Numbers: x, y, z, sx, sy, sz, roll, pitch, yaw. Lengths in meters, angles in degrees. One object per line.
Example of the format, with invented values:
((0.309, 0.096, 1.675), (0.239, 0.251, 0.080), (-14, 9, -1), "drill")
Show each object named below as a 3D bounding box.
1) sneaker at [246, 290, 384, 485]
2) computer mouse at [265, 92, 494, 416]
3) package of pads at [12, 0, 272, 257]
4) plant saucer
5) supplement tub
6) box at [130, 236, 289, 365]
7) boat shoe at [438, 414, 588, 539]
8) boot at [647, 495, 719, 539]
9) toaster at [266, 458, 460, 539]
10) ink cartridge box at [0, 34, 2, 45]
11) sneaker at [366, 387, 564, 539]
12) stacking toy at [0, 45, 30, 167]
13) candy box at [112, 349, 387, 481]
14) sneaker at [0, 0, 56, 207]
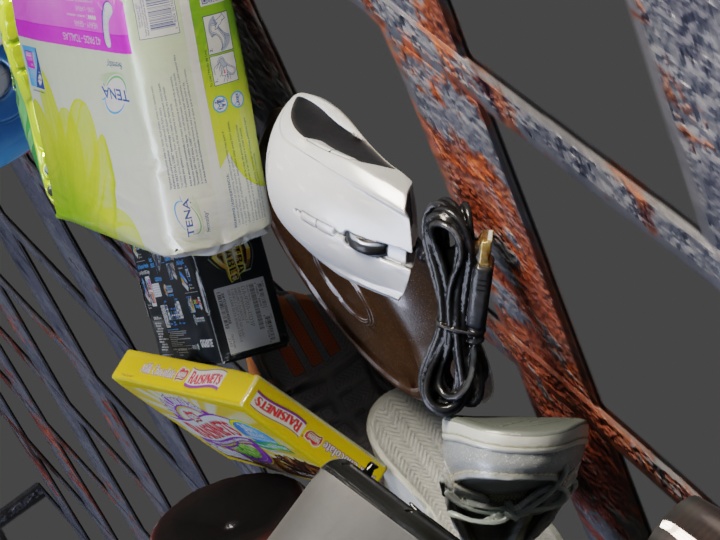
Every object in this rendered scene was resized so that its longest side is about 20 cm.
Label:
((-0.008, 0.100, 1.846), (0.200, 0.077, 0.112), (65, 171, -4), "sneaker")
((0.000, -0.020, 1.464), (0.200, 0.044, 0.110), (42, 141, 45), "computer mouse")
((-0.123, -0.091, 1.595), (0.200, 0.068, 0.155), (16, 119, 64), "package of pads")
((0.000, 0.000, 1.611), (0.200, 0.032, 0.200), (50, 166, 17), "plant saucer")
((-0.052, 0.231, 1.785), (0.107, 0.107, 0.200), (31, 144, 60), "supplement tub")
((-0.104, -0.023, 1.777), (0.200, 0.046, 0.159), (170, 85, -76), "box")
((0.075, 0.110, 1.485), (0.202, 0.074, 0.065), (109, 162, -79), "boat shoe")
((0.222, 0.206, 1.337), (0.200, 0.068, 0.188), (38, 155, 27), "boot")
((0.049, 0.207, 1.454), (0.181, 0.119, 0.200), (44, 173, -29), "toaster")
((-0.297, -0.196, 1.895), (0.200, 0.146, 0.084), (34, 158, 56), "ink cartridge box")
((0.074, 0.169, 1.719), (0.200, 0.074, 0.116), (59, 172, 23), "sneaker")
((-0.255, -0.136, 2.059), (0.110, 0.116, 0.200), (58, 179, -6), "stacking toy")
((-0.070, 0.089, 1.748), (0.102, 0.026, 0.200), (39, 166, -22), "candy box")
((-0.182, -0.129, 1.738), (0.084, 0.074, 0.200), (-127, 29, -54), "sneaker")
